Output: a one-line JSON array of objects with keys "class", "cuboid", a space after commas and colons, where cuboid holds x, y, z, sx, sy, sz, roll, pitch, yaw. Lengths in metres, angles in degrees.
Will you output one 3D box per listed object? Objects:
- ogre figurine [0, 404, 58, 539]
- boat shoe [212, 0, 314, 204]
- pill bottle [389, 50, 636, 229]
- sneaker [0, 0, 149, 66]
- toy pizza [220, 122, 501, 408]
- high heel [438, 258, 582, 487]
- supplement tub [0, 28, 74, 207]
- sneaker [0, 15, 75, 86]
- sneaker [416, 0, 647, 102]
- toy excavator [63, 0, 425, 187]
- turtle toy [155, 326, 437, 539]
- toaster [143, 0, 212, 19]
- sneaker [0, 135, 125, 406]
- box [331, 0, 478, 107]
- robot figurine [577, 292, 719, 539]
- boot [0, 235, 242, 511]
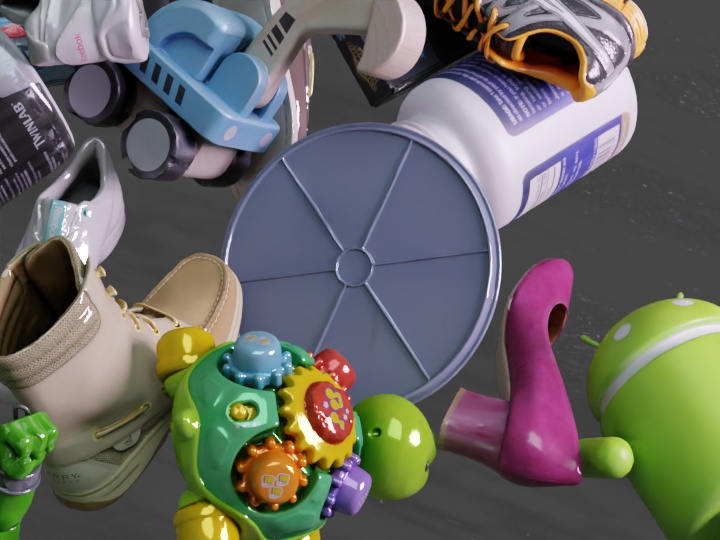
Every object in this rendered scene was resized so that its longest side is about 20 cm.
[{"class": "ogre figurine", "cuboid": [-0.261, 0.166, 0.961, 0.098, 0.120, 0.200, 24, 49, 16]}, {"class": "boat shoe", "cuboid": [-0.064, -0.137, 1.230, 0.071, 0.201, 0.059, -4, 4, 35]}, {"class": "pill bottle", "cuboid": [0.096, -0.097, 1.238, 0.199, 0.120, 0.120, -31, 61, -30]}, {"class": "sneaker", "cuboid": [-0.202, -0.207, 1.143, 0.099, 0.078, 0.201, -12, 41, -5]}, {"class": "toy pizza", "cuboid": [0.000, 0.000, 1.145, 0.199, 0.032, 0.202, -3, 80, 17]}, {"class": "high heel", "cuboid": [0.131, 0.068, 1.132, 0.096, 0.068, 0.200, 17, 48, 18]}, {"class": "supplement tub", "cuboid": [-0.302, -0.072, 1.128, 0.200, 0.123, 0.123, -36, 63, -12]}, {"class": "sneaker", "cuboid": [-0.293, -0.123, 1.238, 0.199, 0.079, 0.096, -10, 70, -12]}, {"class": "sneaker", "cuboid": [0.099, -0.183, 1.185, 0.199, 0.078, 0.077, 24, 55, 12]}, {"class": "toy excavator", "cuboid": [-0.077, -0.143, 1.152, 0.194, 0.201, 0.100, 41, 17, 23]}, {"class": "turtle toy", "cuboid": [-0.037, 0.104, 1.040, 0.199, 0.101, 0.147, 17, 56, -48]}, {"class": "toaster", "cuboid": [-0.114, -0.259, 1.336, 0.180, 0.119, 0.200, -30, 61, -29]}, {"class": "sneaker", "cuboid": [-0.206, -0.005, 1.132, 0.075, 0.089, 0.201, 12, 50, -2]}, {"class": "box", "cuboid": [0.045, -0.254, 1.276, 0.198, 0.050, 0.201, -30, 90, -22]}, {"class": "robot figurine", "cuboid": [0.222, 0.104, 1.096, 0.175, 0.116, 0.201, -22, 56, -10]}, {"class": "boot", "cuboid": [-0.152, 0.028, 1.060, 0.072, 0.156, 0.200, 13, 52, 30]}]
